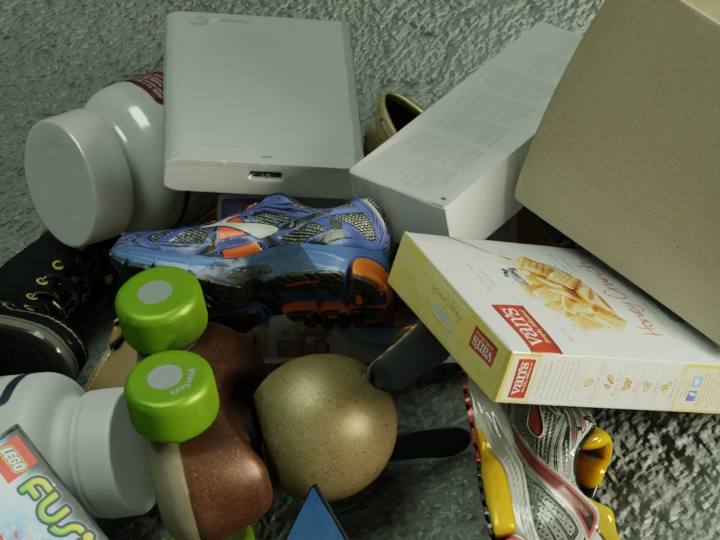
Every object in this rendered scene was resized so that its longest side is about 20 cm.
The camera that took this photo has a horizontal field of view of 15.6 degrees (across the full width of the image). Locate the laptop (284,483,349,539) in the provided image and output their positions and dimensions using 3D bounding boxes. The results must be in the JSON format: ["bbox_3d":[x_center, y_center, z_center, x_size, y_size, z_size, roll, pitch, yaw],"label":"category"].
[{"bbox_3d":[-0.069,0.254,1.436,0.199,0.116,0.188,-23,46,-10],"label":"laptop"}]

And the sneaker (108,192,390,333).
[{"bbox_3d":[-0.066,-0.008,1.656,0.199,0.076,0.079,2,53,23],"label":"sneaker"}]

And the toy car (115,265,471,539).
[{"bbox_3d":[-0.035,0.085,1.614,0.198,0.165,0.158,-12,39,0],"label":"toy car"}]

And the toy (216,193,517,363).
[{"bbox_3d":[0.000,0.000,1.690,0.198,0.047,0.116,-2,76,11],"label":"toy"}]

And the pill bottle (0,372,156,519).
[{"bbox_3d":[-0.233,0.125,1.701,0.199,0.111,0.111,-6,41,22],"label":"pill bottle"}]

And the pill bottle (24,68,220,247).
[{"bbox_3d":[-0.129,-0.087,1.844,0.199,0.110,0.109,-20,31,-35],"label":"pill bottle"}]

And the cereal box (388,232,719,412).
[{"bbox_3d":[0.133,0.032,1.574,0.199,0.040,0.144,5,26,-32],"label":"cereal box"}]

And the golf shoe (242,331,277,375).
[{"bbox_3d":[-0.034,0.002,1.773,0.097,0.079,0.201,3,46,22],"label":"golf shoe"}]

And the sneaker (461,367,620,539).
[{"bbox_3d":[0.110,0.105,1.582,0.082,0.078,0.201,-15,48,5],"label":"sneaker"}]

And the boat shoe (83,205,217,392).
[{"bbox_3d":[-0.136,0.035,1.791,0.074,0.067,0.200,9,49,35],"label":"boat shoe"}]

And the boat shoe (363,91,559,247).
[{"bbox_3d":[0.067,-0.051,1.748,0.071,0.077,0.200,-24,47,-33],"label":"boat shoe"}]

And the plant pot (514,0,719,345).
[{"bbox_3d":[0.237,-0.103,1.589,0.199,0.178,0.200,-26,48,-35],"label":"plant pot"}]

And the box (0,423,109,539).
[{"bbox_3d":[-0.190,0.201,1.574,0.110,0.035,0.200,-36,70,-15],"label":"box"}]

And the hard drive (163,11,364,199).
[{"bbox_3d":[-0.067,-0.113,1.771,0.131,0.026,0.201,3,34,-6],"label":"hard drive"}]

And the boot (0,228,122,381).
[{"bbox_3d":[-0.211,0.018,1.816,0.154,0.074,0.203,-44,20,-26],"label":"boot"}]

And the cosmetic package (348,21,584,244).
[{"bbox_3d":[0.089,-0.083,1.685,0.082,0.051,0.200,21,46,37],"label":"cosmetic package"}]
